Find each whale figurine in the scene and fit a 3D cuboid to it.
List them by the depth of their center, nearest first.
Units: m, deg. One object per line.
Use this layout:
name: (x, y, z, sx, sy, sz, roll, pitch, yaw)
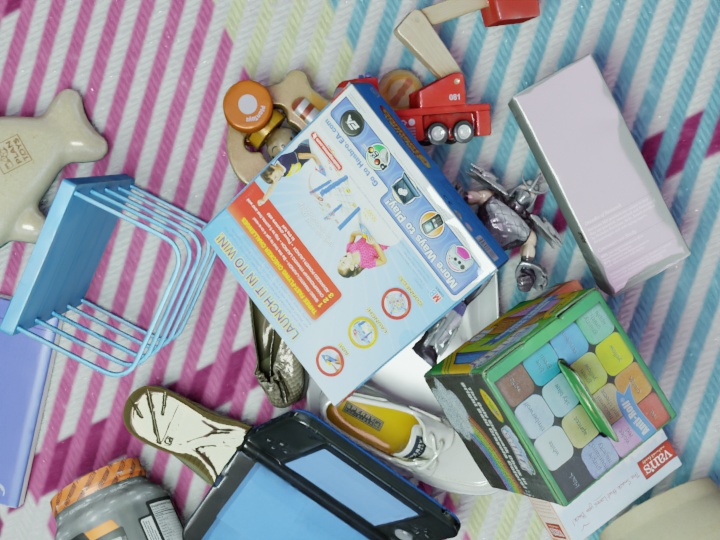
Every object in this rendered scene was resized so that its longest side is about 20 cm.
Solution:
whale figurine: (-0.347, -0.096, 1.123, 0.198, 0.104, 0.161, -33, 90, -17)

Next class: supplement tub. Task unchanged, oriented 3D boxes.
supplement tub: (-0.215, 0.292, 1.103, 0.121, 0.122, 0.202, -30, 76, 7)

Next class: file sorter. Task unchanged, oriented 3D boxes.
file sorter: (-0.217, 0.002, 1.055, 0.121, 0.200, 0.141, 25, 97, 1)

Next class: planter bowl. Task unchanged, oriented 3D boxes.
planter bowl: (0.297, 0.274, 1.041, 0.198, 0.200, 0.136, -28, 64, 7)

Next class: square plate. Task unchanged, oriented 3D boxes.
square plate: (0.042, 0.098, 1.120, 0.194, 0.028, 0.204, -4, 94, 6)

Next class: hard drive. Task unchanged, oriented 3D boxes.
hard drive: (-0.384, 0.124, 1.167, 0.130, 0.025, 0.204, 14, 96, 4)

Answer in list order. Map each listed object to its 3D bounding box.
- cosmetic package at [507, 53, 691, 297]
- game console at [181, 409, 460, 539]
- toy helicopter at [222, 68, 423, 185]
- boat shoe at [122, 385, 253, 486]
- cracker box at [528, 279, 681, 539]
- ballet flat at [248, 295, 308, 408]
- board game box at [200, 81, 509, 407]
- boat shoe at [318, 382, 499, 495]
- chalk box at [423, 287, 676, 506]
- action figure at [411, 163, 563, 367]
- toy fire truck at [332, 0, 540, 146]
cosmetic package: (0.213, -0.087, 1.050, 0.089, 0.107, 0.202, -30, 89, 6)
game console: (-0.038, 0.241, 1.070, 0.199, 0.170, 0.119, 36, 59, -15)
toy helicopter: (-0.029, -0.130, 1.090, 0.197, 0.079, 0.134, -21, 86, -5)
boat shoe: (-0.141, 0.176, 1.137, 0.198, 0.063, 0.074, 27, 85, -4)
cracker box: (0.189, 0.130, 1.072, 0.133, 0.058, 0.202, -30, 90, -16)
ballet flat: (-0.087, 0.031, 1.107, 0.067, 0.046, 0.204, -2, 94, 42)
board game box: (-0.007, -0.022, 1.007, 0.195, 0.056, 0.201, -40, 85, 21)
boat shoe: (0.051, 0.159, 1.072, 0.197, 0.070, 0.072, 27, 98, -2)
chalk box: (0.157, 0.100, 0.932, 0.123, 0.200, 0.126, -34, 94, -16)
action figure: (0.106, -0.009, 1.061, 0.130, 0.069, 0.201, 39, 91, 7)
toy fire truck: (0.067, -0.186, 1.057, 0.196, 0.049, 0.144, -6, 96, -12)
